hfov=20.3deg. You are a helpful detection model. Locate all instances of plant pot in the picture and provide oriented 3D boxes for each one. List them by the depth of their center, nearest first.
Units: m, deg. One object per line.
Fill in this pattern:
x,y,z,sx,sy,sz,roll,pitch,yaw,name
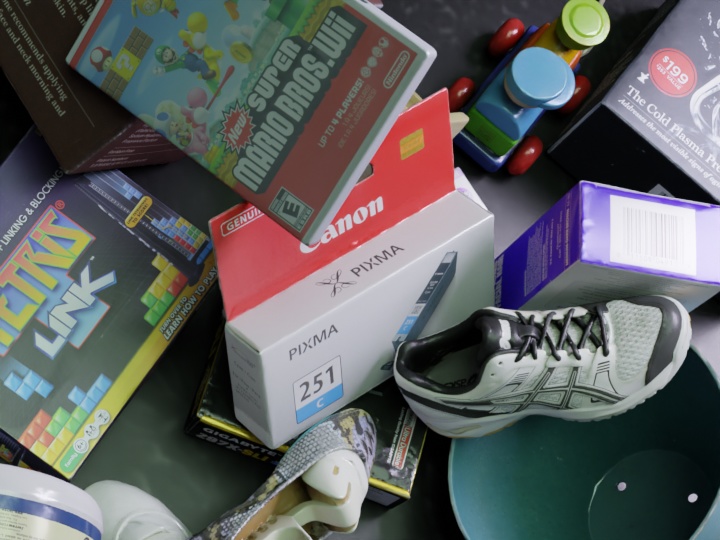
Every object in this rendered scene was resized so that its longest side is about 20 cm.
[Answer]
0.179,0.147,1.380,0.135,0.200,0.200,42,52,-52,plant pot

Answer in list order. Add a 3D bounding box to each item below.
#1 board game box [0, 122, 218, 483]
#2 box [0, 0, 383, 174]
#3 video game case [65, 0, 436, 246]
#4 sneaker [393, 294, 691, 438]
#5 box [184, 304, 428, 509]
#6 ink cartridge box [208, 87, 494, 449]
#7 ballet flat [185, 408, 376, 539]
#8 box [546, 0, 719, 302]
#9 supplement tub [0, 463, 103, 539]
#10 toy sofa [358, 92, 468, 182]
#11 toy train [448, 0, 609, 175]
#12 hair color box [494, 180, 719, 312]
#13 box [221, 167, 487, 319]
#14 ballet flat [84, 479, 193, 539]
-0.208,0.022,1.348,0.165,0.057,0.200,37,64,-5,board game box
-0.129,-0.186,1.339,0.166,0.200,0.164,59,21,7,box
-0.070,-0.130,1.224,0.200,0.143,0.017,37,18,13,video game case
0.116,0.058,1.322,0.200,0.088,0.076,-19,56,18,sneaker
-0.018,0.046,1.410,0.160,0.049,0.200,21,66,-9,box
0.000,0.000,1.316,0.200,0.176,0.045,-31,48,-26,ink cartridge box
-0.041,0.162,1.287,0.200,0.072,0.072,-39,87,-33,ballet flat
0.281,-0.105,1.537,0.200,0.104,0.182,40,62,-3,box
-0.239,0.227,1.214,0.145,0.145,0.200,12,68,-15,supplement tub
-0.029,-0.137,1.438,0.200,0.098,0.083,46,21,12,toy sofa
0.152,-0.171,1.508,0.085,0.116,0.200,41,64,-2,toy train
0.162,0.008,1.401,0.109,0.200,0.065,10,67,-16,hair color box
-0.003,-0.007,1.386,0.200,0.039,0.041,-30,84,-26,box
-0.113,0.216,1.307,0.069,0.069,0.200,-30,83,-26,ballet flat
